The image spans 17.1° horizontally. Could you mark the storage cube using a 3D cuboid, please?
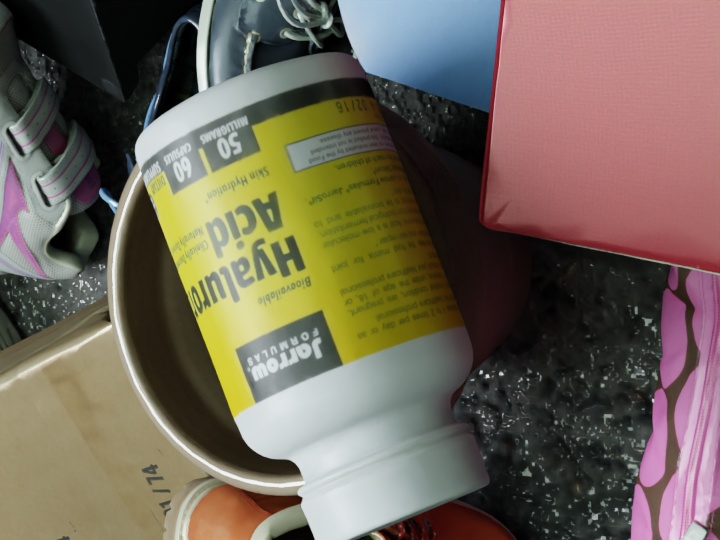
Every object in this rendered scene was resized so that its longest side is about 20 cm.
[{"bbox_3d":[0.166,-0.106,1.080,0.199,0.171,0.181,11,107,20],"label":"storage cube"}]

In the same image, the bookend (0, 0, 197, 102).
[{"bbox_3d":[-0.116,-0.235,1.291,0.092,0.199,0.200,31,67,25],"label":"bookend"}]

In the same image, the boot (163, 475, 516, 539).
[{"bbox_3d":[0.011,0.147,1.209,0.107,0.199,0.076,-2,80,61],"label":"boot"}]

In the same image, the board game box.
[{"bbox_3d":[0.085,-0.159,1.221,0.199,0.039,0.159,19,107,19],"label":"board game box"}]

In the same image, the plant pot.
[{"bbox_3d":[0.000,0.000,1.213,0.199,0.174,0.202,5,99,32],"label":"plant pot"}]

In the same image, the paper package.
[{"bbox_3d":[-0.119,0.121,1.316,0.190,0.103,0.201,-26,100,33],"label":"paper package"}]

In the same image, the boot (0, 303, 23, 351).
[{"bbox_3d":[-0.297,0.013,1.413,0.074,0.153,0.204,-47,72,27],"label":"boot"}]

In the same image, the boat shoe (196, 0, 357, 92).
[{"bbox_3d":[-0.037,-0.153,1.279,0.062,0.075,0.201,9,88,34],"label":"boat shoe"}]

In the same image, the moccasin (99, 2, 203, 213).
[{"bbox_3d":[-0.106,-0.055,1.335,0.080,0.068,0.201,16,105,29],"label":"moccasin"}]

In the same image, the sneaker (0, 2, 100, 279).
[{"bbox_3d":[-0.190,-0.071,1.359,0.088,0.082,0.201,12,141,14],"label":"sneaker"}]

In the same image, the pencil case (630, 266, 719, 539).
[{"bbox_3d":[0.172,0.069,1.163,0.090,0.093,0.201,11,101,31],"label":"pencil case"}]

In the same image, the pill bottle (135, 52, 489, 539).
[{"bbox_3d":[-0.016,0.015,1.058,0.111,0.111,0.201,-26,82,32],"label":"pill bottle"}]
